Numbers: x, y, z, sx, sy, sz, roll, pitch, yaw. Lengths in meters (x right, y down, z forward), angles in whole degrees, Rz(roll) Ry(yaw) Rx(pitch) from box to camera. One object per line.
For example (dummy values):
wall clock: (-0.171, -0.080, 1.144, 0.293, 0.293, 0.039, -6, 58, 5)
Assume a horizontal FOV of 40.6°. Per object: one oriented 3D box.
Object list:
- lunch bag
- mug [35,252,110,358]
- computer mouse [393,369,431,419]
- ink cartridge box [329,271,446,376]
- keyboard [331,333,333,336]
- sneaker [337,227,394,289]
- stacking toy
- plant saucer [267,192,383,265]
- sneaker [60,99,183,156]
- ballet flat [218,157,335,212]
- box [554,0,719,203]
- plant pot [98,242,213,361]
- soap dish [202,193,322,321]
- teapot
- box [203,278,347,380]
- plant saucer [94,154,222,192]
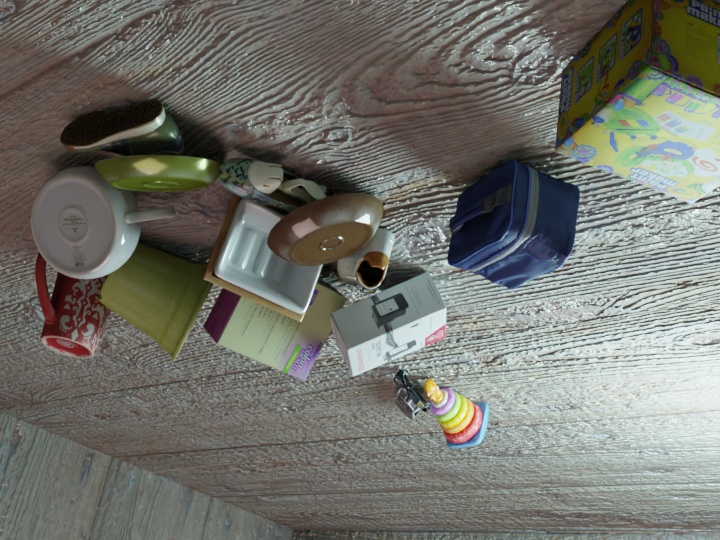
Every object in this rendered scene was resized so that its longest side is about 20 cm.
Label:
lunch bag: (0.208, -0.067, 1.419, 0.131, 0.138, 0.200, 21, 154, -20)
mug: (-0.564, 0.052, 1.902, 0.175, 0.203, 0.133, 21, 154, -21)
computer mouse: (0.118, 0.298, 2.291, 0.110, 0.044, 0.200, 45, 165, 11)
ink cartridge box: (0.052, 0.102, 1.786, 0.197, 0.084, 0.146, -23, 155, -7)
keyboard: (0.007, 0.121, 2.033, 0.056, 0.011, 0.199, 23, 152, -22)
sneaker: (0.000, 0.000, 1.704, 0.072, 0.086, 0.200, 14, 156, -11)
stacking toy: (0.203, 0.318, 2.270, 0.109, 0.117, 0.200, -15, 133, 38)
plant saucer: (-0.051, -0.057, 1.562, 0.197, 0.037, 0.201, -16, 158, -7)
sneaker: (-0.354, -0.193, 1.468, 0.197, 0.068, 0.090, -7, 144, 28)
ballet flat: (-0.121, -0.133, 1.504, 0.198, 0.076, 0.074, 17, 156, -34)
box: (0.358, -0.196, 1.111, 0.197, 0.124, 0.193, 18, 154, -15)
plant pot: (-0.389, 0.041, 1.852, 0.182, 0.203, 0.200, 27, 152, -8)
soap dish: (-0.161, -0.022, 1.654, 0.198, 0.160, 0.081, 26, 167, -29)
teapot: (-0.442, -0.085, 1.642, 0.199, 0.198, 0.146, 41, -163, 9)
box: (-0.156, 0.077, 1.792, 0.198, 0.178, 0.097, 26, -176, -29)
plant saucer: (-0.308, -0.146, 1.499, 0.196, 0.032, 0.200, -1, 177, 0)
